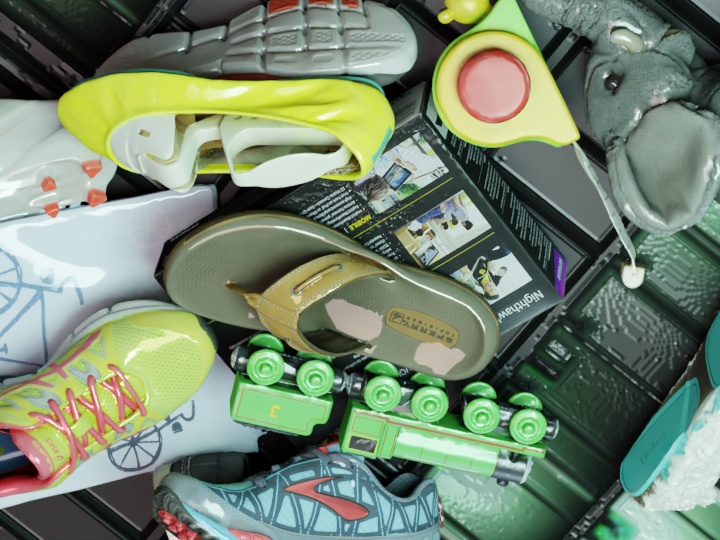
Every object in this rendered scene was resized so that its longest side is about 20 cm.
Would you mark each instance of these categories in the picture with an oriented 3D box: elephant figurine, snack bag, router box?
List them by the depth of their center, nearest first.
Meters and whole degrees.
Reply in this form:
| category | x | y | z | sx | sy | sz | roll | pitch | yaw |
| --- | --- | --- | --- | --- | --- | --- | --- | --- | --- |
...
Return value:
| category | x | y | z | sx | sy | sz | roll | pitch | yaw |
| --- | --- | --- | --- | --- | --- | --- | --- | --- | --- |
| elephant figurine | 0.189 | -0.084 | 1.554 | 0.200 | 0.155 | 0.142 | -1 | 154 | 23 |
| router box | 0.000 | 0.000 | 1.642 | 0.200 | 0.051 | 0.149 | -30 | 111 | 21 |
| snack bag | -0.169 | 0.043 | 1.691 | 0.200 | 0.021 | 0.189 | -12 | 108 | -8 |

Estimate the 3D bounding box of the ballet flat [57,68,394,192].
| category | x | y | z | sx | sy | sz | roll | pitch | yaw |
| --- | --- | --- | --- | --- | --- | --- | --- | --- | --- |
| ballet flat | -0.081 | -0.076 | 1.559 | 0.200 | 0.067 | 0.067 | 0 | 142 | 11 |

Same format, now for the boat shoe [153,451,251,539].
| category | x | y | z | sx | sy | sz | roll | pitch | yaw |
| --- | --- | --- | --- | --- | --- | --- | --- | --- | --- |
| boat shoe | -0.065 | 0.204 | 1.709 | 0.063 | 0.073 | 0.200 | -20 | 101 | 7 |

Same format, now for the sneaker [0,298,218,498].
| category | x | y | z | sx | sy | sz | roll | pitch | yaw |
| --- | --- | --- | --- | --- | --- | --- | --- | --- | --- |
| sneaker | -0.172 | 0.090 | 1.632 | 0.200 | 0.090 | 0.078 | -28 | 113 | 7 |

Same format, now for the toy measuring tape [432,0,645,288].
| category | x | y | z | sx | sy | sz | roll | pitch | yaw |
| --- | --- | --- | --- | --- | --- | --- | --- | --- | --- |
| toy measuring tape | 0.091 | -0.070 | 1.568 | 0.074 | 0.074 | 0.200 | -25 | 94 | 20 |

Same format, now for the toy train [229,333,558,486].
| category | x | y | z | sx | sy | sz | roll | pitch | yaw |
| --- | --- | --- | --- | --- | --- | --- | --- | --- | --- |
| toy train | 0.017 | 0.085 | 1.630 | 0.200 | 0.042 | 0.056 | 14 | 107 | -7 |

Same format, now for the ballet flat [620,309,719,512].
| category | x | y | z | sx | sy | sz | roll | pitch | yaw |
| --- | --- | --- | --- | --- | --- | --- | --- | --- | --- |
| ballet flat | 0.222 | 0.069 | 1.618 | 0.072 | 0.072 | 0.200 | 31 | 128 | -1 |

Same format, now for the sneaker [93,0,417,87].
| category | x | y | z | sx | sy | sz | roll | pitch | yaw |
| --- | --- | --- | --- | --- | --- | --- | --- | --- | --- |
| sneaker | -0.055 | -0.106 | 1.625 | 0.200 | 0.077 | 0.082 | -7 | 129 | 20 |

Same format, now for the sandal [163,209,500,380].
| category | x | y | z | sx | sy | sz | roll | pitch | yaw |
| --- | --- | --- | --- | --- | --- | --- | --- | --- | --- |
| sandal | -0.016 | 0.022 | 1.593 | 0.200 | 0.054 | 0.080 | 18 | 121 | -2 |

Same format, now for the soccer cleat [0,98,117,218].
| category | x | y | z | sx | sy | sz | roll | pitch | yaw |
| --- | --- | --- | --- | --- | --- | --- | --- | --- | --- |
| soccer cleat | -0.242 | -0.057 | 1.628 | 0.200 | 0.078 | 0.069 | -13 | 142 | -16 |

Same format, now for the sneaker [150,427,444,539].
| category | x | y | z | sx | sy | sz | roll | pitch | yaw |
| --- | --- | --- | --- | --- | --- | --- | --- | --- | --- |
| sneaker | -0.037 | 0.137 | 1.657 | 0.200 | 0.079 | 0.096 | 18 | 84 | -35 |
